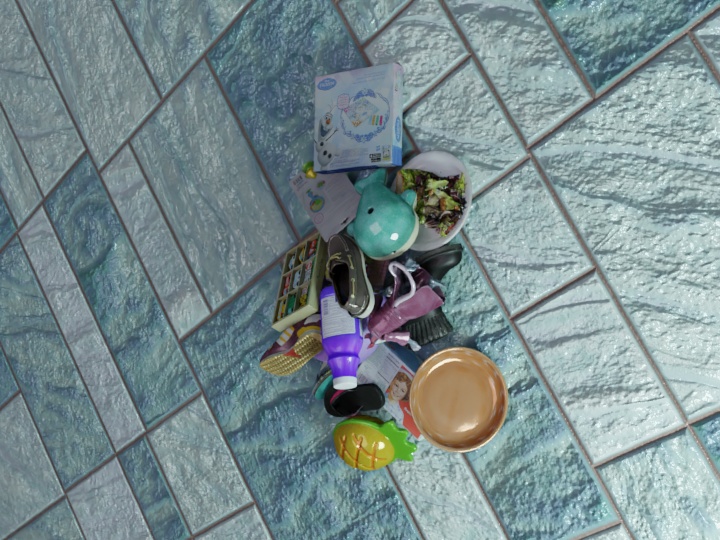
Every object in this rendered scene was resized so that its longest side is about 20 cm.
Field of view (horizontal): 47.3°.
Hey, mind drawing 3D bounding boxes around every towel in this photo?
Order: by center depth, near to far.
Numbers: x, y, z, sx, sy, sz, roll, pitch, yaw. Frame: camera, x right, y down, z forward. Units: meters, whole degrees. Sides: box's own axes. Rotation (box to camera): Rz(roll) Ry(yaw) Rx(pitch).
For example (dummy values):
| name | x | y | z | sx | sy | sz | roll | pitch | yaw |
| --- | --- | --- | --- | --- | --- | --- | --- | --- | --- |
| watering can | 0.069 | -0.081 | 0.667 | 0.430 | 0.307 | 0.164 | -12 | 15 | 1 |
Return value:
| name | x | y | z | sx | sy | sz | roll | pitch | yaw |
| --- | --- | --- | --- | --- | --- | --- | --- | --- | --- |
| towel | 0.012 | -0.058 | 1.694 | 0.142 | 0.023 | 0.203 | 9 | 73 | 31 |

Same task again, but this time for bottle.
| name | x | y | z | sx | sy | sz | roll | pitch | yaw |
| --- | --- | --- | --- | --- | --- | --- | --- | --- | --- |
| bottle | -0.036 | 0.131 | 1.628 | 0.082 | 0.065 | 0.204 | -11 | 68 | 16 |

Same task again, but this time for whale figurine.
| name | x | y | z | sx | sy | sz | roll | pitch | yaw |
| --- | --- | --- | --- | --- | --- | --- | --- | --- | --- |
| whale figurine | 0.033 | -0.120 | 1.594 | 0.157 | 0.104 | 0.203 | -27 | 55 | 17 |

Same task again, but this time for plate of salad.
| name | x | y | z | sx | sy | sz | roll | pitch | yaw |
| --- | --- | --- | --- | --- | --- | --- | --- | --- | --- |
| plate of salad | 0.128 | -0.140 | 1.613 | 0.197 | 0.048 | 0.204 | -10 | 73 | 35 |

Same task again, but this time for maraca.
| name | x | y | z | sx | sy | sz | roll | pitch | yaw |
| --- | --- | --- | --- | --- | --- | --- | --- | --- | --- |
| maraca | 0.028 | 0.367 | 1.753 | 0.197 | 0.108 | 0.138 | -11 | 124 | 34 |

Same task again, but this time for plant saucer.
| name | x | y | z | sx | sy | sz | roll | pitch | yaw |
| --- | --- | --- | --- | --- | --- | --- | --- | --- | --- |
| plant saucer | 0.190 | 0.251 | 1.612 | 0.196 | 0.037 | 0.204 | 0 | 86 | -5 |

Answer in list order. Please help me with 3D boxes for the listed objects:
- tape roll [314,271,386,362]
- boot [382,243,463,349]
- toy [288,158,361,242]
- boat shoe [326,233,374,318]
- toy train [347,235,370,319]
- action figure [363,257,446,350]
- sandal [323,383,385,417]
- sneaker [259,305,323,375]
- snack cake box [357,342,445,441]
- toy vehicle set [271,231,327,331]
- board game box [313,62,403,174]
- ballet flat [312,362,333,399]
| name | x | y | z | sx | sy | sz | roll | pitch | yaw |
| --- | --- | --- | --- | --- | --- | --- | --- | --- | --- |
| tape roll | -0.036 | 0.097 | 1.736 | 0.198 | 0.065 | 0.204 | -17 | 64 | 39 |
| boot | 0.147 | 0.052 | 1.638 | 0.210 | 0.079 | 0.160 | -33 | 77 | 38 |
| toy | -0.065 | -0.156 | 1.746 | 0.115 | 0.047 | 0.201 | -40 | 56 | 9 |
| boat shoe | -0.030 | 0.001 | 1.585 | 0.072 | 0.059 | 0.202 | -43 | 46 | 29 |
| toy train | 0.000 | 0.000 | 1.634 | 0.034 | 0.045 | 0.204 | -21 | 60 | 42 |
| action figure | 0.071 | 0.084 | 1.569 | 0.134 | 0.148 | 0.200 | 47 | 110 | 15 |
| sandal | -0.026 | 0.279 | 1.751 | 0.199 | 0.045 | 0.076 | -21 | 99 | 51 |
| sneaker | -0.137 | 0.148 | 1.730 | 0.199 | 0.075 | 0.091 | -32 | 37 | 35 |
| snack cake box | 0.093 | 0.239 | 1.714 | 0.200 | 0.067 | 0.116 | 42 | 116 | 22 |
| toy vehicle set | -0.125 | 0.021 | 1.735 | 0.123 | 0.026 | 0.202 | -30 | 38 | 38 |
| board game box | -0.006 | -0.307 | 1.683 | 0.197 | 0.043 | 0.203 | -1 | 87 | 34 |
| ballet flat | -0.045 | 0.204 | 1.813 | 0.200 | 0.074 | 0.075 | -45 | 73 | 29 |
